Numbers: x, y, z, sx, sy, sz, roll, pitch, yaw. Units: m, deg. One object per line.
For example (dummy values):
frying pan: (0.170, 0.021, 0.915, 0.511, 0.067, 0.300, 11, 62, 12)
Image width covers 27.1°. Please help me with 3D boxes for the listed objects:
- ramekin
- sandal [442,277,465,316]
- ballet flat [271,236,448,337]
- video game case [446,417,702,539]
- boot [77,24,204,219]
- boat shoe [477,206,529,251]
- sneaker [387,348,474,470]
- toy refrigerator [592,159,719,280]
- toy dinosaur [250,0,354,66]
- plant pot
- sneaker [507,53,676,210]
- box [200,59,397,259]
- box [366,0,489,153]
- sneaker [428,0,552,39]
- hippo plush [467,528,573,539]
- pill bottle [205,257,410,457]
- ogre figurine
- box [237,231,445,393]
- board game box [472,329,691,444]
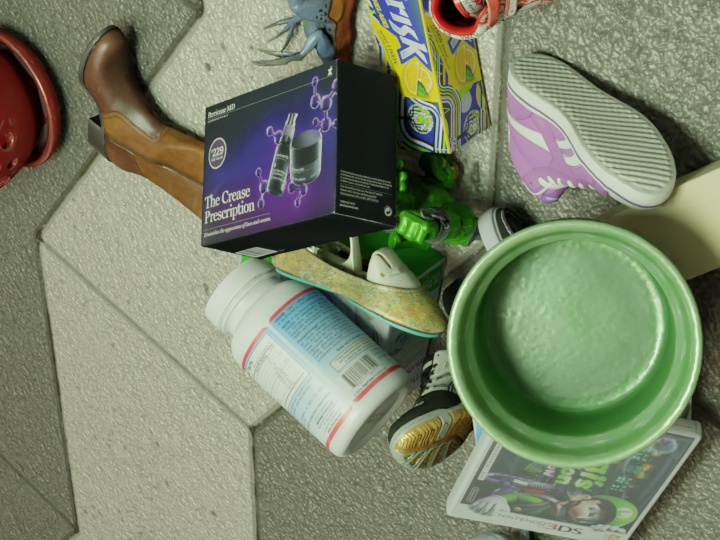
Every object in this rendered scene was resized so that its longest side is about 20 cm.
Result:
ramekin: (0.173, 0.051, 1.212, 0.199, 0.098, 0.201, 1, 100, 8)
sandal: (0.127, 0.057, 1.418, 0.076, 0.043, 0.200, 56, 167, -24)
ballet flat: (0.000, 0.000, 1.413, 0.200, 0.071, 0.071, 24, 131, 30)
video game case: (0.193, 0.185, 1.383, 0.181, 0.023, 0.200, 12, 138, -8)
boot: (-0.221, -0.156, 1.646, 0.200, 0.068, 0.189, 33, 135, 23)
boat shoe: (0.189, 0.014, 1.370, 0.066, 0.070, 0.200, -39, 83, 30)
sneaker: (0.079, 0.124, 1.443, 0.088, 0.200, 0.076, 43, 127, 21)
toy refrigerator: (0.267, -0.034, 1.257, 0.200, 0.070, 0.076, -27, 92, 47)
toy dinosaur: (-0.035, -0.227, 1.410, 0.200, 0.105, 0.182, -12, 128, 35)
plant pot: (-0.475, -0.183, 1.772, 0.200, 0.182, 0.201, 24, 131, 31)
sneaker: (0.193, -0.090, 1.273, 0.201, 0.072, 0.114, 53, 151, 42)
box: (-0.059, -0.098, 1.369, 0.200, 0.079, 0.142, -12, 71, 48)
box: (0.057, -0.211, 1.338, 0.064, 0.070, 0.200, 8, 121, 40)
sneaker: (0.144, -0.242, 1.204, 0.201, 0.108, 0.067, -15, 105, 48)
hippo plush: (0.188, 0.315, 1.535, 0.161, 0.200, 0.160, 41, 109, 49)
pill bottle: (-0.055, 0.080, 1.467, 0.200, 0.109, 0.109, 42, 138, 15)
ogre figurine: (0.034, -0.069, 1.405, 0.200, 0.120, 0.098, 8, 86, 48)
box: (-0.026, 0.027, 1.561, 0.200, 0.097, 0.177, 31, 132, 25)
board game box: (0.196, 0.110, 1.338, 0.199, 0.026, 0.200, -2, 136, 9)
